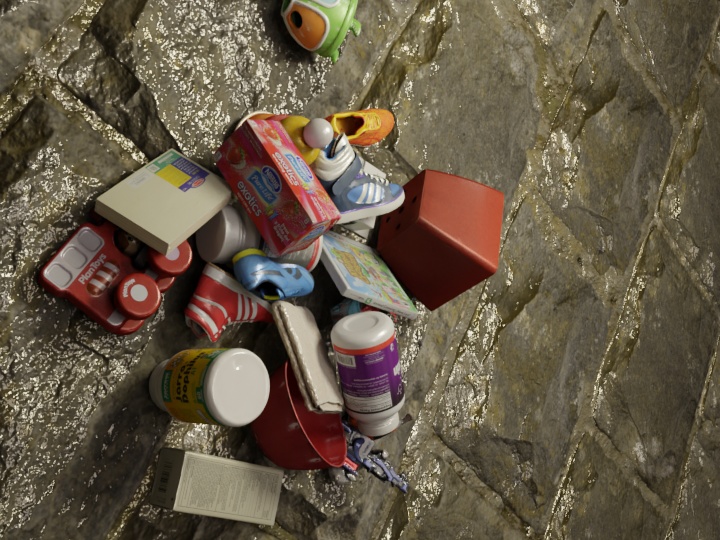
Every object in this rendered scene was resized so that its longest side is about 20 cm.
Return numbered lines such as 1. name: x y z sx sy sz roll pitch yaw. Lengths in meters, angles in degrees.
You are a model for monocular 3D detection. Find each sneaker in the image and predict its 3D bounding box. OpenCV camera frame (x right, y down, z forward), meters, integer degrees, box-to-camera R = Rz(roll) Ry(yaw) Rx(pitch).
1. sneaker: 0.003 -0.274 1.691 0.198 0.076 0.074 -22 99 -43
2. sneaker: -0.137 0.027 1.445 0.199 0.065 0.079 25 37 -58
3. sneaker: -0.002 -0.175 1.566 0.198 0.080 0.149 -19 116 -35
4. sneaker: -0.216 0.074 1.459 0.114 0.071 0.200 -61 142 -8
5. sneaker: 0.003 0.070 1.659 0.199 0.094 0.081 5 71 -68

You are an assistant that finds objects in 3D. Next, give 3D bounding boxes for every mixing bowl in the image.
1. mixing bowl: -0.116 0.256 1.479 0.202 0.107 0.201 57 14 -22

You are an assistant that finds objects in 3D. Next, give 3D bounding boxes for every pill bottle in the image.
1. pill bottle: -0.170 -0.054 1.483 0.198 0.113 0.116 5 82 -42
2. pill bottle: -0.237 0.176 1.339 0.112 0.198 0.115 5 83 -42
3. pill bottle: 0.017 0.181 1.534 0.112 0.111 0.203 -30 120 -40

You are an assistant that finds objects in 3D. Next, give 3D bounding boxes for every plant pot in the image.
1. plant pot: 0.145 -0.076 1.712 0.175 0.199 0.202 30 50 -24

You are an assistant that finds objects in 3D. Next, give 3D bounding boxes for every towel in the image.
1. towel: -0.086 0.147 1.490 0.203 0.034 0.132 68 13 15

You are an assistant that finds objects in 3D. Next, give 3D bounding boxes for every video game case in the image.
1. video game case: 0.000 0.000 1.605 0.180 0.201 0.022 21 115 -40

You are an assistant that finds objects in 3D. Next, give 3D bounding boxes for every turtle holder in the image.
1. turtle holder: -0.067 -0.490 1.607 0.130 0.141 0.189 21 80 -21

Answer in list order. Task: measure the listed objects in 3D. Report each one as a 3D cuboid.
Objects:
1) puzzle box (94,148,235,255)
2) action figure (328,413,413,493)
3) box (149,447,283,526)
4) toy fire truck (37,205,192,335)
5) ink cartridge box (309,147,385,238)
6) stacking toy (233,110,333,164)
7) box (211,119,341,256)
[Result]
1. puzzle box: -0.293 -0.110 1.347 0.132 0.026 0.200 31 38 8
2. action figure: 0.015 0.328 1.629 0.200 0.105 0.194 44 60 -1
3. box: -0.227 0.348 1.414 0.198 0.077 0.097 24 70 -39
4. toy fire truck: -0.360 -0.013 1.318 0.167 0.112 0.201 39 59 -12
5. ink cartridge box: -0.023 -0.152 1.659 0.199 0.067 0.118 28 69 -38
6. stacking toy: -0.114 -0.213 1.492 0.145 0.198 0.149 5 83 -42
7. box: -0.133 -0.135 1.404 0.202 0.095 0.099 57 27 9
